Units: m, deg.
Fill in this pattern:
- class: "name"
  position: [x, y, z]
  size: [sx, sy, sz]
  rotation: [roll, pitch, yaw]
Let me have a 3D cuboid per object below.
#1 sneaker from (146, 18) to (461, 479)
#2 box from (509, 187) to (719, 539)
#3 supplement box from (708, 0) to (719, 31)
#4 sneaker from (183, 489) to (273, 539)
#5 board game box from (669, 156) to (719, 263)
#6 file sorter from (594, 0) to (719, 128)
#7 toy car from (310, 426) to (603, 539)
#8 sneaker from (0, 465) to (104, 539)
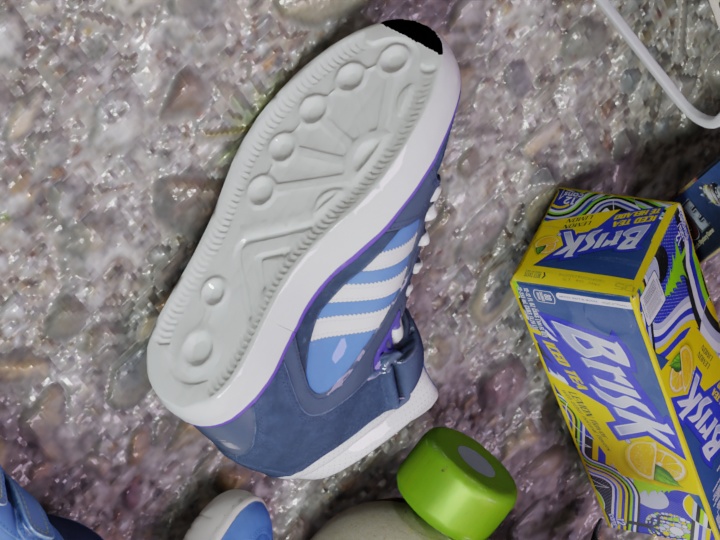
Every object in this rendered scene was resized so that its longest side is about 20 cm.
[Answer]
- class: "sneaker"
  position: [0.000, 0.000, 1.060]
  size: [0.201, 0.080, 0.146]
  rotation: [-57, 145, -1]
- class: "box"
  position: [0.140, 0.051, 1.198]
  size: [0.064, 0.070, 0.200]
  rotation: [-60, 143, -32]
- class: "supplement box"
  position: [0.167, -0.191, 0.876]
  size: [0.126, 0.073, 0.201]
  rotation: [-31, 113, -16]
- class: "sneaker"
  position: [-0.039, 0.207, 1.096]
  size: [0.077, 0.111, 0.201]
  rotation: [4, 98, -65]
- class: "board game box"
  position: [0.224, -0.072, 1.134]
  size: [0.135, 0.035, 0.200]
  rotation: [-34, 174, -19]
- class: "file sorter"
  position: [0.198, -0.177, 1.038]
  size: [0.200, 0.125, 0.139]
  rotation: [-36, 173, -18]
- class: "toy car"
  position: [0.064, 0.174, 1.202]
  size: [0.165, 0.158, 0.200]
  rotation: [-53, 164, 16]
- class: "sneaker"
  position: [-0.167, 0.097, 0.973]
  size: [0.200, 0.074, 0.083]
  rotation: [21, 99, -47]
